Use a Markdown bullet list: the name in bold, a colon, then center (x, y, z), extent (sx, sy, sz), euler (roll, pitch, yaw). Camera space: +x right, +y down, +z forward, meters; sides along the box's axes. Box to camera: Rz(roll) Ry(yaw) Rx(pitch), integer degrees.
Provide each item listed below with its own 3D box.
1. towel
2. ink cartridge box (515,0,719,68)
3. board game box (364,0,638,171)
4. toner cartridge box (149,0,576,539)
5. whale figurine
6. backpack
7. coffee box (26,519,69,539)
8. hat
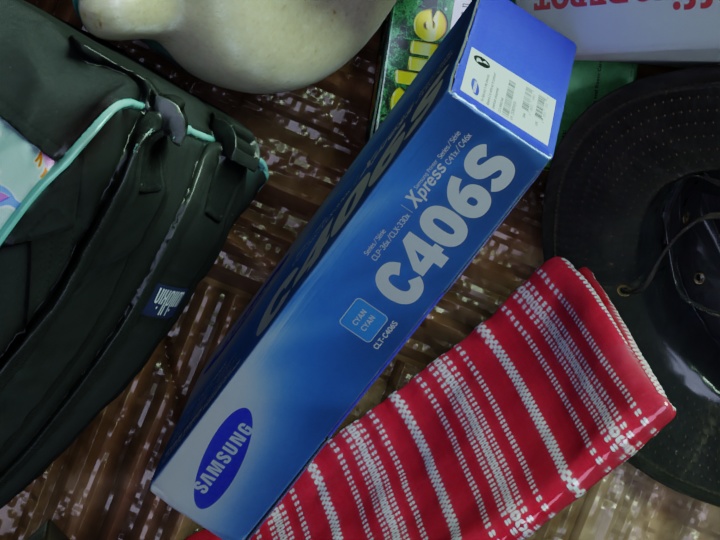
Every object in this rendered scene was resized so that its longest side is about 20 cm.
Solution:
- **towel**: center (0.015, 0.080, 0.767), extent (0.200, 0.145, 0.023), euler (-38, 110, 8)
- **ink cartridge box**: center (0.152, -0.172, 0.758), extent (0.144, 0.145, 0.201), euler (-2, 94, -33)
- **board game box**: center (0.067, -0.142, 0.834), extent (0.104, 0.023, 0.201), euler (9, 92, -10)
- **toner cartridge box**: center (0.000, 0.000, 0.756), extent (0.043, 0.095, 0.200), euler (34, 119, -7)
- **whale figurine**: center (-0.062, -0.153, 0.751), extent (0.160, 0.104, 0.200), euler (-57, 137, -10)
- **backpack**: center (-0.151, 0.000, 0.743), extent (0.153, 0.176, 0.201), euler (31, 94, 14)
- **coffee box**: center (-0.163, 0.195, 0.784), extent (0.200, 0.113, 0.080), euler (-42, 97, -2)
- **hat**: center (0.165, -0.001, 0.819), extent (0.200, 0.081, 0.201), euler (17, 127, 24)
